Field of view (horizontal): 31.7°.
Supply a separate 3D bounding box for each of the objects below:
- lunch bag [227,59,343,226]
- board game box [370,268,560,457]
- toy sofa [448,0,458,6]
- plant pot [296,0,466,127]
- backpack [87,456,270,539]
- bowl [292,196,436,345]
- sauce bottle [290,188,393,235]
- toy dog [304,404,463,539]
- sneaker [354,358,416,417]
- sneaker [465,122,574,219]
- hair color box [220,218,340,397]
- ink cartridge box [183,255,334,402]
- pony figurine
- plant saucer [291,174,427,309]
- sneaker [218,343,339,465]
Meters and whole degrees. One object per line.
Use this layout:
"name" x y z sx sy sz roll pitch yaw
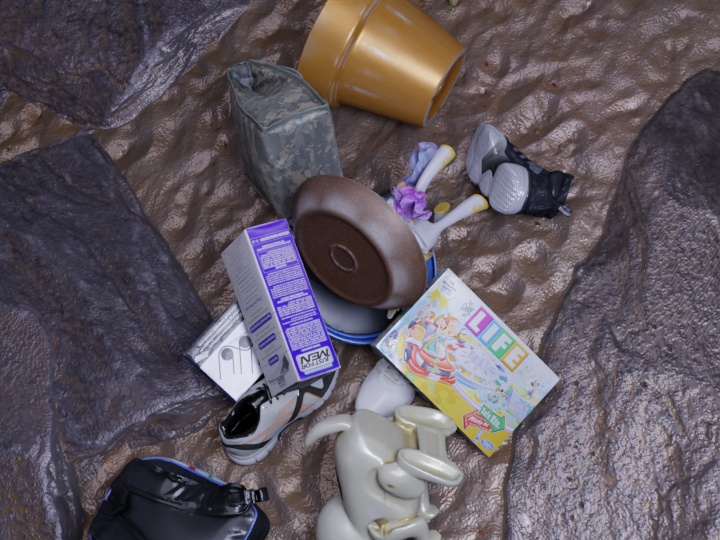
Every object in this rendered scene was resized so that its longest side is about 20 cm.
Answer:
"lunch bag" -0.110 -0.182 1.721 0.118 0.164 0.200 -23 39 -16
"board game box" 0.130 0.114 1.570 0.200 0.034 0.134 44 82 -6
"toy sofa" 0.076 -0.480 1.876 0.200 0.083 0.098 27 77 23
"plant pot" 0.039 -0.295 1.755 0.183 0.200 0.200 29 76 8
"backpack" -0.227 0.325 1.561 0.190 0.154 0.200 29 70 16
"bowl" 0.000 0.000 1.660 0.200 0.039 0.201 3 78 -14
"sauce bottle" -0.043 -0.056 1.731 0.200 0.066 0.066 -20 63 2
"toy dog" 0.014 0.274 1.510 0.194 0.200 0.140 12 27 -18
"sneaker" 0.061 0.111 1.621 0.070 0.080 0.200 40 82 24
"sneaker" 0.215 -0.126 1.690 0.114 0.076 0.200 15 28 -21
"hair color box" -0.102 0.048 1.585 0.065 0.109 0.200 -15 81 -26
"ink cartridge box" -0.132 0.068 1.667 0.094 0.044 0.200 43 79 -3
"pony figurine" 0.056 -0.061 1.583 0.166 0.193 0.200 17 64 44
"plant saucer" -0.012 -0.023 1.525 0.200 0.200 0.037 28 54 24
"sneaker" -0.104 0.165 1.640 0.074 0.080 0.200 35 77 27
